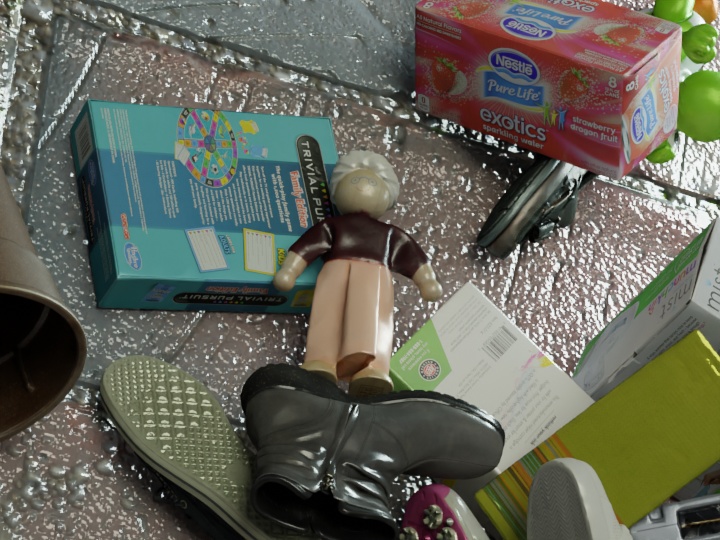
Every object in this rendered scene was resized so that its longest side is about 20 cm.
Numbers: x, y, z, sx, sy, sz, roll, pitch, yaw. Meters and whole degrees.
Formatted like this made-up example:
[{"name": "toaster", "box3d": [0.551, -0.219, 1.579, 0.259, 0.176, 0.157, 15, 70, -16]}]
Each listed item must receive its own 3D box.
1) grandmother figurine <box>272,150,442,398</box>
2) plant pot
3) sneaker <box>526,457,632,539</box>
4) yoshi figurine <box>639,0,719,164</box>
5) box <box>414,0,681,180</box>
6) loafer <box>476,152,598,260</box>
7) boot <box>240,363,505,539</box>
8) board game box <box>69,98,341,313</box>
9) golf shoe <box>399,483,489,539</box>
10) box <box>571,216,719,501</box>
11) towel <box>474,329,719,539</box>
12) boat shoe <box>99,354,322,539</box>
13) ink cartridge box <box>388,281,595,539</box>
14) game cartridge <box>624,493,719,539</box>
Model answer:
[{"name": "grandmother figurine", "box3d": [0.000, 0.000, 1.602, 0.121, 0.061, 0.201, 12, 56, -14]}, {"name": "plant pot", "box3d": [-0.298, -0.007, 1.434, 0.200, 0.200, 0.199, -1, 53, -29]}, {"name": "sneaker", "box3d": [0.187, 0.214, 1.534, 0.115, 0.074, 0.201, -17, 98, -33]}, {"name": "yoshi figurine", "box3d": [0.289, -0.177, 1.907, 0.112, 0.112, 0.201, 26, 54, -20]}, {"name": "box", "box3d": [0.147, -0.161, 1.764, 0.200, 0.100, 0.095, 23, 42, 30]}, {"name": "loafer", "box3d": [0.163, -0.068, 1.792, 0.063, 0.072, 0.200, 43, 48, -5]}, {"name": "boot", "box3d": [0.012, 0.141, 1.499, 0.199, 0.070, 0.132, 10, 34, -17]}, {"name": "board game box", "box3d": [-0.106, -0.045, 1.643, 0.199, 0.047, 0.151, 3, 60, -27]}, {"name": "golf shoe", "box3d": [0.093, 0.242, 1.562, 0.091, 0.075, 0.201, -7, 68, -45]}, {"name": "box", "box3d": [0.276, 0.085, 1.669, 0.176, 0.200, 0.097, 31, 50, -6]}, {"name": "towel", "box3d": [0.183, 0.133, 1.563, 0.200, 0.018, 0.086, -37, 83, 2]}, {"name": "boat shoe", "box3d": [-0.107, 0.137, 1.520, 0.200, 0.062, 0.075, 41, 52, 16]}, {"name": "ink cartridge box", "box3d": [0.108, 0.121, 1.640, 0.200, 0.067, 0.117, 44, 51, 4]}, {"name": "game cartridge", "box3d": [0.287, 0.186, 1.623, 0.199, 0.133, 0.041, -11, 77, 0]}]
